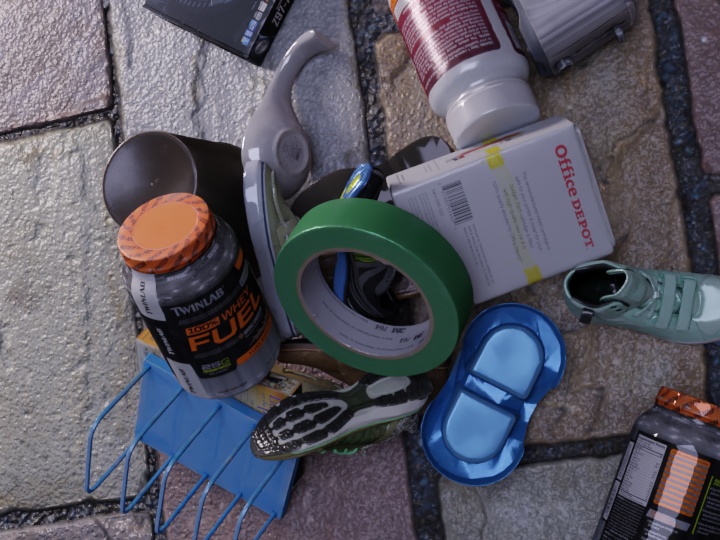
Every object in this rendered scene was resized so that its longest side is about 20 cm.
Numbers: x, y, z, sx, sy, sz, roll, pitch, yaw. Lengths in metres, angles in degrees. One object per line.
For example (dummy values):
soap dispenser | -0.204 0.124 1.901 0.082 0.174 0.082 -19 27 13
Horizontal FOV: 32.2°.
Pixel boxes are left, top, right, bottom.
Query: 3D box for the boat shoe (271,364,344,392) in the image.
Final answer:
boat shoe | -0.116 0.128 1.422 0.200 0.063 0.073 15 131 23

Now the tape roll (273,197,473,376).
tape roll | 0.012 0.020 1.255 0.200 0.201 0.048 13 46 19

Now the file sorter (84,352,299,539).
file sorter | -0.184 0.216 1.356 0.200 0.123 0.139 27 134 12

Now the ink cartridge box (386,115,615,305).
ink cartridge box | 0.144 -0.058 1.296 0.199 0.083 0.146 -20 105 2

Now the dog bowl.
dog bowl | 0.141 0.130 1.329 0.111 0.050 0.201 26 93 4

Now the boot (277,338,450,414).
boot | -0.004 0.114 1.371 0.199 0.074 0.076 8 97 7

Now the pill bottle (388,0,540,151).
pill bottle | 0.113 -0.234 1.342 0.114 0.114 0.201 -25 68 14

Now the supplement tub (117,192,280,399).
supplement tub | -0.165 0.026 1.269 0.122 0.200 0.123 -11 43 11

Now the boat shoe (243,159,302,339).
boat shoe | -0.082 -0.025 1.365 0.062 0.072 0.201 -11 100 5

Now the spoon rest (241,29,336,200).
spoon rest | -0.084 -0.176 1.435 0.060 0.099 0.201 2 70 46

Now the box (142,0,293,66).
box | -0.147 -0.368 1.491 0.160 0.044 0.200 29 93 18

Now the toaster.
toaster | 0.210 -0.317 1.336 0.129 0.114 0.201 -26 75 10

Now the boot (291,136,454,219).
boot | 0.020 -0.083 1.387 0.199 0.075 0.074 -22 79 15

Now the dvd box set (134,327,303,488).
dvd box set | -0.157 0.154 1.398 0.199 0.029 0.147 17 131 20

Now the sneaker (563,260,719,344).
sneaker | 0.301 0.032 1.263 0.200 0.118 0.074 3 83 17

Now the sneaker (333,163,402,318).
sneaker | 0.015 -0.028 1.296 0.082 0.071 0.200 10 132 13

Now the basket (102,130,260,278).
basket | -0.189 -0.079 1.390 0.136 0.200 0.181 -31 76 13

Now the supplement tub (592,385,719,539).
supplement tub | 0.310 0.224 1.236 0.122 0.123 0.201 21 90 19

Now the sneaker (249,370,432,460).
sneaker | -0.016 0.171 1.310 0.199 0.089 0.077 -16 38 -12

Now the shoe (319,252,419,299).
shoe | 0.000 0.000 1.399 0.199 0.053 0.070 -4 91 16
